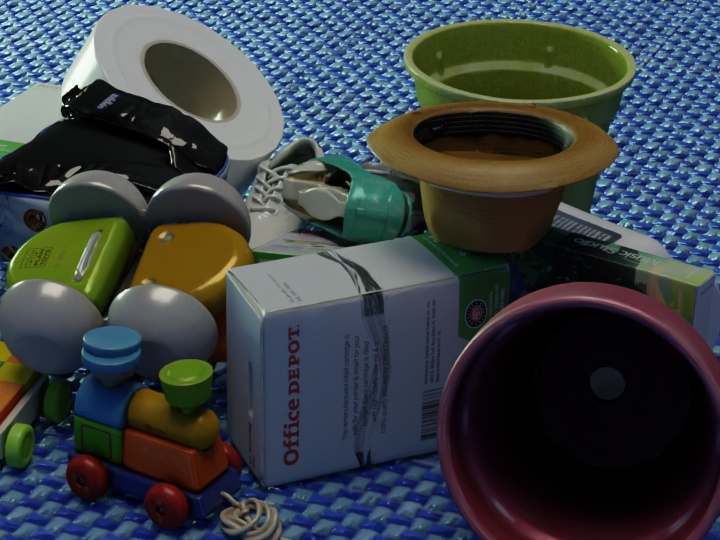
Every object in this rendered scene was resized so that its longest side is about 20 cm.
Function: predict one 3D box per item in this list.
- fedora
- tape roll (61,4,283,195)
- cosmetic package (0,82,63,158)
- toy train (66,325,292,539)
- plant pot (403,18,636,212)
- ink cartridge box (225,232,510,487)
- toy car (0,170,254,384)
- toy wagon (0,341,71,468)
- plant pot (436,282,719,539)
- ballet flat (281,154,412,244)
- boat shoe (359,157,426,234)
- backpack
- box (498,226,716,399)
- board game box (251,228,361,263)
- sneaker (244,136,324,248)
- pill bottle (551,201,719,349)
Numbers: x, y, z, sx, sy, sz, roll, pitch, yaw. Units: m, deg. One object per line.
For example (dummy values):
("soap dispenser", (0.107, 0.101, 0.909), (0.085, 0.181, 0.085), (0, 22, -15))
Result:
("fedora", (0.097, -0.065, 1.561), (0.198, 0.083, 0.201), (-1, 20, 0))
("tape roll", (-0.171, -0.149, 1.937), (0.201, 0.071, 0.203), (26, 35, -20))
("cosmetic package", (-0.297, -0.096, 1.927), (0.107, 0.086, 0.200), (9, 28, 18))
("toy train", (-0.115, 0.115, 1.475), (0.199, 0.117, 0.085), (16, 30, 27))
("plant pot", (0.133, -0.098, 1.838), (0.198, 0.186, 0.201), (2, 26, -1))
("ink cartridge box", (0.003, 0.062, 1.555), (0.198, 0.148, 0.083), (-10, 27, -23))
("toy car", (-0.169, 0.025, 1.615), (0.198, 0.151, 0.176), (2, 46, 15))
("toy wagon", (-0.312, 0.110, 1.563), (0.154, 0.040, 0.200), (8, 27, 14))
("plant pot", (0.166, 0.099, 1.461), (0.198, 0.202, 0.179), (8, 12, 13))
("ballet flat", (-0.026, -0.064, 1.767), (0.070, 0.068, 0.200), (11, 5, -25))
("boat shoe", (0.033, -0.075, 1.894), (0.074, 0.065, 0.202), (9, 11, 16))
("backpack", (-0.204, -0.051, 1.769), (0.189, 0.155, 0.200), (4, 31, 23))
("box", (0.166, 0.045, 1.596), (0.199, 0.146, 0.036), (16, 29, 28))
("board game box", (0.000, 0.000, 1.724), (0.151, 0.041, 0.200), (5, 6, 9))
("sneaker", (-0.080, -0.060, 1.879), (0.072, 0.071, 0.200), (7, 27, 11))
("pill bottle", (0.181, 0.017, 1.682), (0.199, 0.121, 0.119), (24, 34, 38))
